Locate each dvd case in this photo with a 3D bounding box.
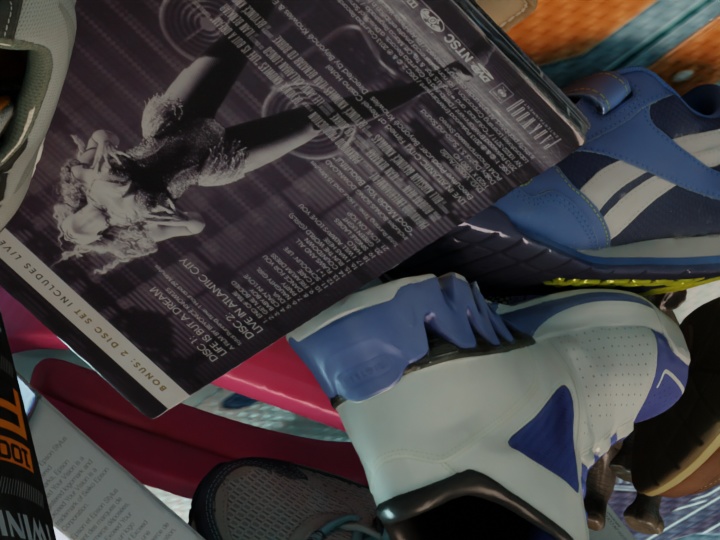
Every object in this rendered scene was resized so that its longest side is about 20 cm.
[{"bbox_3d":[-0.049,-0.045,0.932,0.200,0.016,0.149,-33,116,29],"label":"dvd case"}]

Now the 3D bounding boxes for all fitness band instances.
[{"bbox_3d":[-0.063,0.052,1.128,0.200,0.037,0.144,19,157,-18],"label":"fitness band"}]

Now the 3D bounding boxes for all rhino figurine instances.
[{"bbox_3d":[0.121,0.052,1.303,0.060,0.088,0.200,16,161,14],"label":"rhino figurine"}]

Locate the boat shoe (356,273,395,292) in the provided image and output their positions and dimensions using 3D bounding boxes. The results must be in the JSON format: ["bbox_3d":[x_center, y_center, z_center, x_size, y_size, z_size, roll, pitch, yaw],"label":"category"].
[{"bbox_3d":[0.000,0.000,1.110,0.072,0.062,0.200,17,169,14],"label":"boat shoe"}]

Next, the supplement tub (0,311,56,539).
[{"bbox_3d":[-0.170,0.073,0.973,0.122,0.200,0.123,-15,157,-6],"label":"supplement tub"}]

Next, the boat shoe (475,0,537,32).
[{"bbox_3d":[-0.019,-0.049,0.982,0.200,0.069,0.074,-29,155,24],"label":"boat shoe"}]

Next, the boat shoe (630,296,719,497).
[{"bbox_3d":[0.174,0.040,1.161,0.068,0.072,0.200,18,142,-16],"label":"boat shoe"}]

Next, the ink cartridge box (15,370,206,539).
[{"bbox_3d":[-0.108,0.125,1.124,0.043,0.200,0.196,-49,177,-24],"label":"ink cartridge box"}]

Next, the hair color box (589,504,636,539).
[{"bbox_3d":[0.036,0.141,1.378,0.200,0.111,0.064,-2,128,-36],"label":"hair color box"}]

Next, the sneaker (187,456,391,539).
[{"bbox_3d":[0.028,0.124,1.078,0.078,0.200,0.086,-56,176,-26],"label":"sneaker"}]

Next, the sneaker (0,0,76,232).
[{"bbox_3d":[-0.127,-0.051,0.866,0.074,0.079,0.200,13,147,-10],"label":"sneaker"}]

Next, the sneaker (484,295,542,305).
[{"bbox_3d":[0.048,0.057,1.229,0.075,0.078,0.200,23,146,5],"label":"sneaker"}]

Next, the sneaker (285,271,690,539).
[{"bbox_3d":[0.053,0.069,1.043,0.081,0.115,0.199,-23,165,31],"label":"sneaker"}]

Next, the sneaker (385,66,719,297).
[{"bbox_3d":[0.075,-0.034,1.072,0.200,0.082,0.074,1,171,-42],"label":"sneaker"}]
